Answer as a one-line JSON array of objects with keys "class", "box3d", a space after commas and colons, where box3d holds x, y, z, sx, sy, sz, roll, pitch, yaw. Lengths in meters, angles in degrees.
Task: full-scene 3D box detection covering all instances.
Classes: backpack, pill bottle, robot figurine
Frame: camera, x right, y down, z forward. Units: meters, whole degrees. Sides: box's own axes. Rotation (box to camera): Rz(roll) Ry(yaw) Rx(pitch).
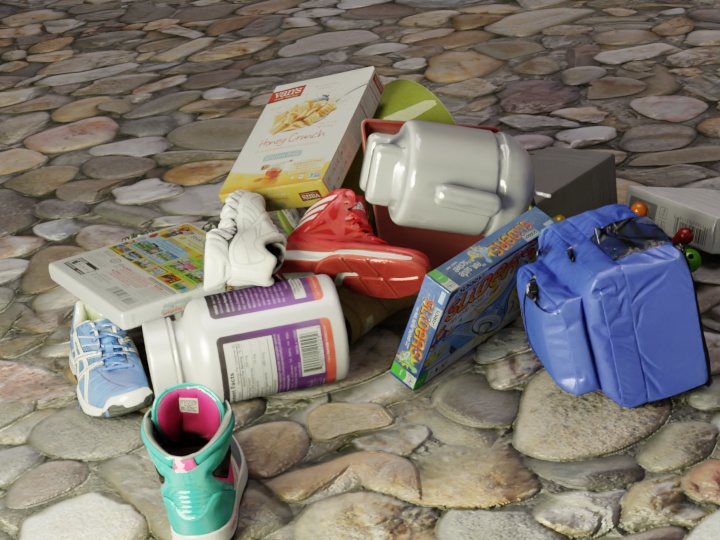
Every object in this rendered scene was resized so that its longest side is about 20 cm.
[{"class": "backpack", "box3d": [0.239, 0.024, 1.537, 0.166, 0.164, 0.200, -11, 23, -3]}, {"class": "pill bottle", "box3d": [-0.118, 0.075, 1.579, 0.198, 0.113, 0.112, -10, 22, -10]}, {"class": "robot figurine", "box3d": [0.101, -0.098, 1.657, 0.197, 0.114, 0.170, 7, 23, -10]}]

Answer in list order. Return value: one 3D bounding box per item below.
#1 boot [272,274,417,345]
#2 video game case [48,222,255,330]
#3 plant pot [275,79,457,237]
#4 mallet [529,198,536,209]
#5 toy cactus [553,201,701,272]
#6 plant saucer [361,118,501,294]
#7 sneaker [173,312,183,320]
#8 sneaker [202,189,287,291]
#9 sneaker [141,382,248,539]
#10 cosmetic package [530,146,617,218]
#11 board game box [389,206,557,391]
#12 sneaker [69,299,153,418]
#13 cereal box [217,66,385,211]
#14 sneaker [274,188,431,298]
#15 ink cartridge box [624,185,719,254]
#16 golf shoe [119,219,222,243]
[{"class": "boot", "box3d": [0.000, 0.000, 1.765, 0.175, 0.067, 0.199, 40, 45, 23]}, {"class": "video game case", "box3d": [-0.222, 0.003, 1.702, 0.180, 0.023, 0.199, -19, 25, -29]}, {"class": "plant pot", "box3d": [0.000, -0.104, 1.847, 0.199, 0.189, 0.186, -28, 29, -30]}, {"class": "mallet", "box3d": [0.188, -0.036, 1.726, 0.065, 0.041, 0.202, -18, 64, -9]}, {"class": "toy cactus", "box3d": [0.296, -0.033, 1.779, 0.198, 0.104, 0.165, -6, 10, 25]}, {"class": "plant saucer", "box3d": [0.088, -0.067, 1.749, 0.198, 0.202, 0.037, 0, -15, -32]}, {"class": "sneaker", "box3d": [-0.158, 0.026, 1.790, 0.113, 0.074, 0.199, 2, 16, 44]}, {"class": "sneaker", "box3d": [-0.115, -0.029, 1.632, 0.080, 0.076, 0.200, 4, 24, 3]}, {"class": "sneaker", "box3d": [-0.148, 0.151, 1.384, 0.083, 0.122, 0.200, -7, 21, -2]}, {"class": "cosmetic package", "box3d": [0.227, -0.084, 1.916, 0.106, 0.091, 0.199, 11, 31, 38]}, {"class": "board game box", "box3d": [0.118, 0.027, 1.597, 0.034, 0.136, 0.199, 36, 42, 22]}, {"class": "sneaker", "box3d": [-0.271, 0.094, 1.625, 0.075, 0.078, 0.200, -14, 24, -22]}, {"class": "cereal box", "box3d": [-0.065, -0.149, 1.776, 0.142, 0.040, 0.201, -7, 42, 30]}, {"class": "sneaker", "box3d": [0.000, -0.039, 1.627, 0.198, 0.078, 0.116, 4, 58, 35]}, {"class": "ink cartridge box", "box3d": [0.443, -0.061, 1.872, 0.198, 0.048, 0.160, 1, 15, -33]}, {"class": "golf shoe", "box3d": [-0.214, -0.014, 1.912, 0.198, 0.078, 0.088, -11, -10, 9]}]
